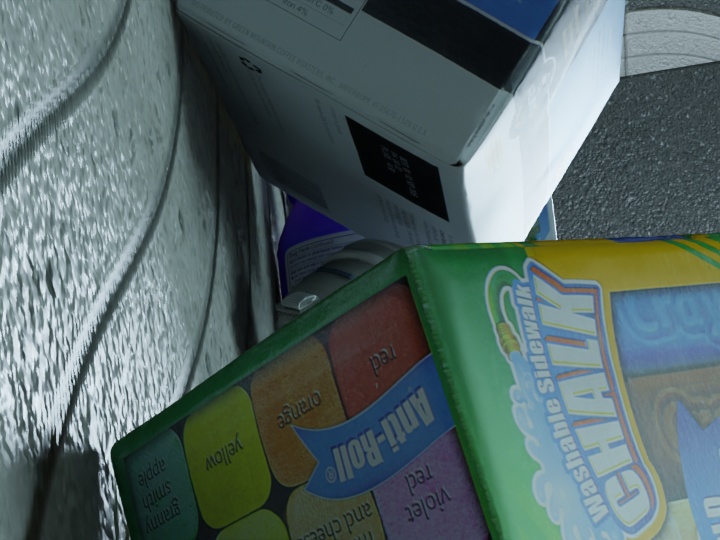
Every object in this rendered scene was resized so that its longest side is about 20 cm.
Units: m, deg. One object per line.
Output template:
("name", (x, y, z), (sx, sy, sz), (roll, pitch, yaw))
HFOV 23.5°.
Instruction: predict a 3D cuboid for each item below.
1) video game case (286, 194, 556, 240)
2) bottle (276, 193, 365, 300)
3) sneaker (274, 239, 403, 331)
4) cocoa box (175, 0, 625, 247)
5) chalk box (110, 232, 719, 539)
("video game case", (0.044, -0.017, 1.031), (0.022, 0.181, 0.202), (27, -42, 45))
("bottle", (0.000, 0.000, 0.854), (0.065, 0.083, 0.202), (74, 8, -62))
("sneaker", (-0.013, 0.092, 0.721), (0.082, 0.074, 0.202), (-18, 108, -51))
("cocoa box", (0.027, -0.094, 0.726), (0.132, 0.133, 0.200), (-58, 166, -10))
("chalk box", (0.028, 0.071, 0.398), (0.199, 0.124, 0.125), (-1, 68, -44))
